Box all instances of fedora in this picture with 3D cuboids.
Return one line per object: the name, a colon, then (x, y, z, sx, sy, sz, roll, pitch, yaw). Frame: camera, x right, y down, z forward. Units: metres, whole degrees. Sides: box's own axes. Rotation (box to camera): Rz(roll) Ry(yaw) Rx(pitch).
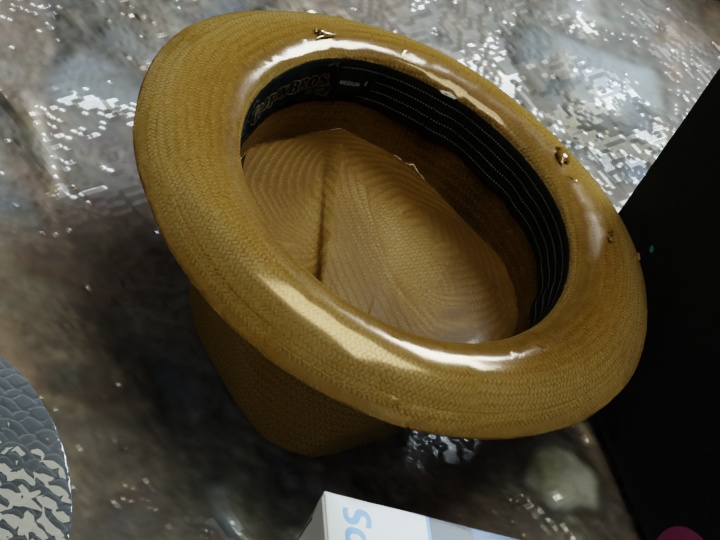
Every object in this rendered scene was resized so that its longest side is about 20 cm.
fedora: (0.000, 0.000, 0.972, 0.200, 0.082, 0.201, 20, 36, -16)

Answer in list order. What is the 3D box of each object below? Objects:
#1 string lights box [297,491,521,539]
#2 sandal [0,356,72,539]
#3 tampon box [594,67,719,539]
string lights box: (0.061, 0.137, 0.857, 0.199, 0.103, 0.059, 15, 42, -20)
sandal: (-0.118, 0.112, 0.823, 0.076, 0.043, 0.201, 5, 57, -19)
tampon box: (0.178, 0.009, 0.985, 0.126, 0.200, 0.150, 4, 46, -29)
